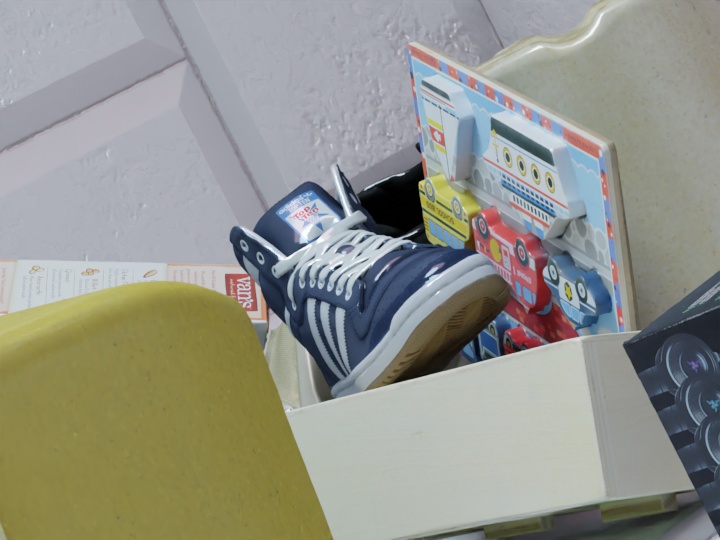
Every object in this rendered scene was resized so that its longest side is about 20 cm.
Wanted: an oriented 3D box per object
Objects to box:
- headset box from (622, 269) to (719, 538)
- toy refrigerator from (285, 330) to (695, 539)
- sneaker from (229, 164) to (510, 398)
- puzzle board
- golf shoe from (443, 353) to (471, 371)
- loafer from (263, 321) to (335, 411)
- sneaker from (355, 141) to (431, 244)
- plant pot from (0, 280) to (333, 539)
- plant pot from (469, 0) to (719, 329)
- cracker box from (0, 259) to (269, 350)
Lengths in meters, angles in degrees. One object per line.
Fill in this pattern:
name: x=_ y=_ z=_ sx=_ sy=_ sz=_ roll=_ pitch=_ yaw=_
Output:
headset box: x=0.211 y=0.008 z=1.016 sx=0.199 sy=0.093 sz=0.174 roll=-24 pitch=6 yaw=39
toy refrigerator: x=0.055 y=0.075 z=1.211 sx=0.076 sy=0.070 sz=0.200 roll=-3 pitch=-9 yaw=-39
sneaker: x=0.000 y=0.000 z=1.330 sx=0.070 sy=0.109 sz=0.200 roll=-30 pitch=-7 yaw=-16
puzzle board: x=0.068 y=-0.006 z=1.290 sx=0.017 sy=0.152 sz=0.200 roll=-17 pitch=22 yaw=-18
golf shoe: x=0.112 y=0.019 z=1.480 sx=0.200 sy=0.097 sz=0.079 roll=-27 pitch=-34 yaw=-50
loafer: x=-0.025 y=0.080 z=1.450 sx=0.068 sy=0.076 sz=0.200 roll=-38 pitch=24 yaw=16
sneaker: x=0.020 y=-0.006 z=1.569 sx=0.090 sy=0.076 sz=0.200 roll=10 pitch=-49 yaw=-33
plant pot: x=-0.119 y=0.104 z=1.096 sx=0.194 sy=0.197 sz=0.200 roll=-13 pitch=11 yaw=39
plant pot: x=0.134 y=-0.032 z=1.364 sx=0.200 sy=0.184 sz=0.200 roll=-27 pitch=4 yaw=2
cracker box: x=-0.149 y=0.064 z=1.552 sx=0.199 sy=0.135 sz=0.058 roll=1 pitch=33 yaw=-5
